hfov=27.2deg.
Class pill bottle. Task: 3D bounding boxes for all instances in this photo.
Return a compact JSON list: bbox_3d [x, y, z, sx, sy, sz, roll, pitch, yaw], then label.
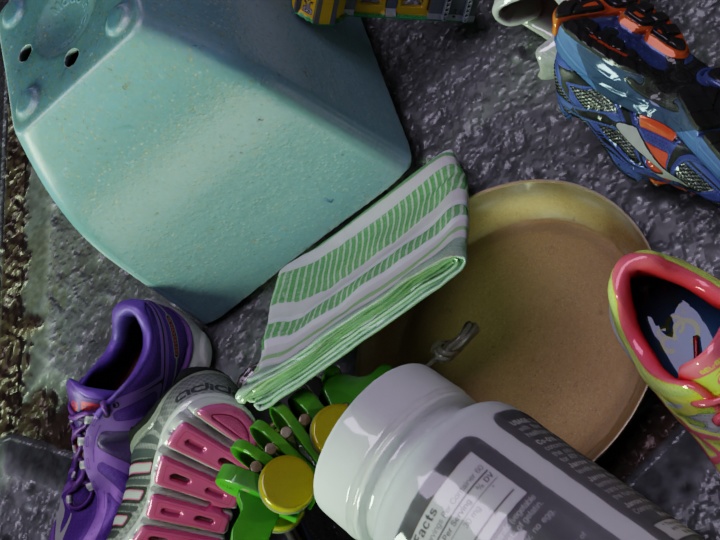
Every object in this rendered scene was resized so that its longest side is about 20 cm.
[{"bbox_3d":[0.078,0.136,0.735,0.200,0.113,0.113,35,89,31],"label":"pill bottle"}]

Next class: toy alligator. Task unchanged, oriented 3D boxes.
[{"bbox_3d":[-0.018,0.081,0.815,0.054,0.059,0.200,43,70,8],"label":"toy alligator"}]

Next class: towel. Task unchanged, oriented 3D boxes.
[{"bbox_3d":[0.000,0.000,0.874,0.152,0.023,0.200,-35,13,15],"label":"towel"}]

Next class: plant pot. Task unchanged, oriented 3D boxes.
[{"bbox_3d":[-0.120,-0.122,0.970,0.196,0.200,0.196,-36,49,23],"label":"plant pot"},{"bbox_3d":[0.087,0.043,0.859,0.199,0.027,0.201,-16,59,29],"label":"plant pot"}]

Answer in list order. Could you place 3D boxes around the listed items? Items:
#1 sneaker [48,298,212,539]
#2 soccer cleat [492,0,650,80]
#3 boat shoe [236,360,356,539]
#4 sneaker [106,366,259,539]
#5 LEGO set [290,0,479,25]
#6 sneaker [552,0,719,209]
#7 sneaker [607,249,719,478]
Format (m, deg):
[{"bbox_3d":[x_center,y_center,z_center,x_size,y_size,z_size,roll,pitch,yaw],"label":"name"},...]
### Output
[{"bbox_3d":[-0.170,0.112,0.974,0.080,0.083,0.201,3,70,38],"label":"sneaker"},{"bbox_3d":[0.112,-0.203,0.934,0.086,0.070,0.201,-22,55,4],"label":"soccer cleat"},{"bbox_3d":[-0.026,0.117,0.879,0.072,0.061,0.201,-46,48,8],"label":"boat shoe"},{"bbox_3d":[-0.116,0.142,0.910,0.088,0.073,0.201,-104,33,-60],"label":"sneaker"},{"bbox_3d":[0.016,-0.254,0.968,0.153,0.116,0.201,7,44,-8],"label":"LEGO set"},{"bbox_3d":[0.183,-0.076,0.828,0.075,0.079,0.200,-27,57,-26],"label":"sneaker"},{"bbox_3d":[0.186,0.063,0.719,0.078,0.090,0.200,-47,63,2],"label":"sneaker"}]
